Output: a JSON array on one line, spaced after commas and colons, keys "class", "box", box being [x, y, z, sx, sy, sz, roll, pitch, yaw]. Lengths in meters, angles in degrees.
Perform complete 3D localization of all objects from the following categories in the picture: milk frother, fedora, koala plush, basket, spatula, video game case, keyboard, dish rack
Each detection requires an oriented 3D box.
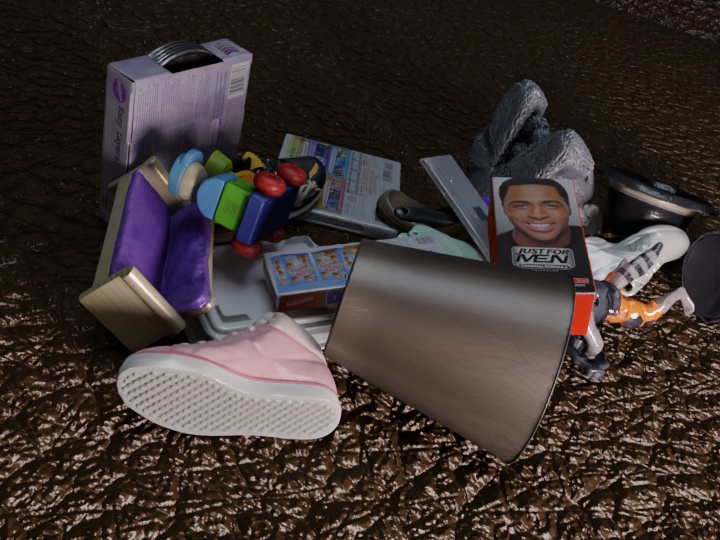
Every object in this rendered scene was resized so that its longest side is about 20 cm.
[{"class": "milk frother", "box": [0.536, -0.014, 1.089, 0.183, 0.186, 0.200, 3, -8, -19]}, {"class": "fedora", "box": [0.421, -0.083, 1.132, 0.196, 0.094, 0.201, 17, 16, -5]}, {"class": "koala plush", "box": [0.272, -0.139, 1.141, 0.197, 0.184, 0.179, 17, 36, -40]}, {"class": "basket", "box": [0.074, 0.057, 0.716, 0.196, 0.184, 0.136, 20, 3, -1]}, {"class": "spatula", "box": [0.124, -0.067, 0.964, 0.196, 0.021, 0.057, -2, 56, -30]}, {"class": "video game case", "box": [-0.033, -0.119, 1.075, 0.178, 0.022, 0.202, 14, 35, -5]}, {"class": "keyboard", "box": [0.143, -0.068, 0.955, 0.055, 0.011, 0.202, -8, 56, -39]}, {"class": "dish rack", "box": [-0.100, 0.019, 0.828, 0.196, 0.044, 0.172, -7, 41, -29]}]

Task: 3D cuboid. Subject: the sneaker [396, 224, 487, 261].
[{"class": "sneaker", "box": [0.084, 0.012, 0.885, 0.116, 0.075, 0.201, 23, 24, -2]}]

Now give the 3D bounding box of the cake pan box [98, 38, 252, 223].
[{"class": "cake pan box", "box": [-0.213, -0.160, 0.895, 0.052, 0.203, 0.183, 31, 39, 20]}]

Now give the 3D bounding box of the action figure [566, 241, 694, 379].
[{"class": "action figure", "box": [0.262, 0.022, 0.915, 0.189, 0.107, 0.201, -14, 38, -21]}]

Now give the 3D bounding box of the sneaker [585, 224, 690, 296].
[{"class": "sneaker", "box": [0.369, -0.006, 1.046, 0.196, 0.071, 0.081, -12, 53, -17]}]

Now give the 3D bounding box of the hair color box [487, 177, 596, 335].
[{"class": "hair color box", "box": [0.195, -0.022, 0.857, 0.099, 0.062, 0.202, 2, 40, 4]}]

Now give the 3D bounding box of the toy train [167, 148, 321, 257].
[{"class": "toy train", "box": [-0.121, -0.092, 0.845, 0.114, 0.086, 0.200, 27, 19, 5]}]

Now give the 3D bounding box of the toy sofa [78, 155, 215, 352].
[{"class": "toy sofa", "box": [-0.204, -0.028, 0.771, 0.096, 0.083, 0.202, -26, 37, 13]}]

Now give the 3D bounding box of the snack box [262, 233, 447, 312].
[{"class": "snack box", "box": [0.000, 0.000, 0.810, 0.195, 0.025, 0.072, -7, 40, -17]}]

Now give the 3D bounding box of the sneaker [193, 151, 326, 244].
[{"class": "sneaker", "box": [-0.114, -0.107, 0.934, 0.198, 0.091, 0.070, -30, 59, -33]}]

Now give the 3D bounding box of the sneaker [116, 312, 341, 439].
[{"class": "sneaker", "box": [-0.116, 0.086, 0.693, 0.196, 0.076, 0.106, 12, 37, -20]}]

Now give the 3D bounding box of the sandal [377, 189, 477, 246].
[{"class": "sandal", "box": [0.116, -0.059, 1.007, 0.197, 0.055, 0.081, 29, 33, -2]}]
